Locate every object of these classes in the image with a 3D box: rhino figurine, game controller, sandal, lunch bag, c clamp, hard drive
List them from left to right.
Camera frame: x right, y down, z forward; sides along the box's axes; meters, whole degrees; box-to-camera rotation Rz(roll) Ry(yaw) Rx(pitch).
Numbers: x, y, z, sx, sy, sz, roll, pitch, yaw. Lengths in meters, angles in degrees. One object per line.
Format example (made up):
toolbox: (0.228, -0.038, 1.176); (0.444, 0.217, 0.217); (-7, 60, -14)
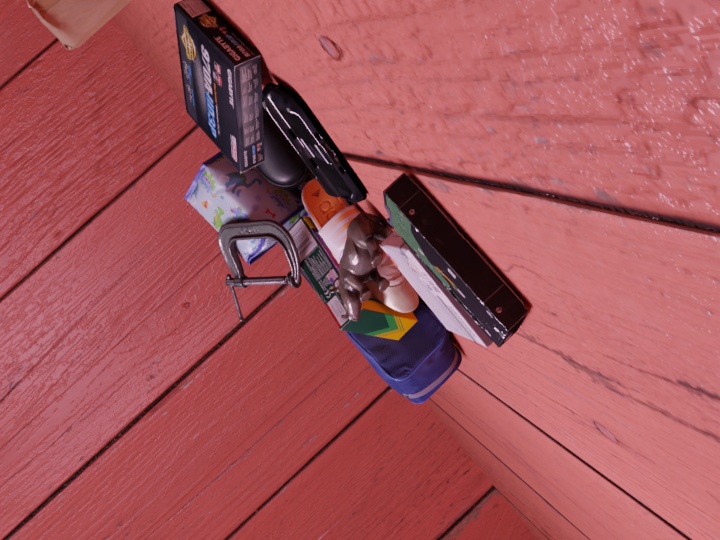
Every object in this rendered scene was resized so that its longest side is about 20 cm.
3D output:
c clamp: (-0.162, -0.006, 1.763); (0.198, 0.027, 0.173); (-9, 109, 44)
lunch bag: (-0.167, -0.140, 1.831); (0.170, 0.200, 0.128); (47, 136, 3)
game controller: (-0.062, -0.173, 1.477); (0.104, 0.042, 0.201); (18, 152, 52)
sandal: (-0.038, -0.077, 1.683); (0.207, 0.079, 0.059); (49, 179, 30)
rhino figurine: (0.000, 0.000, 1.585); (0.088, 0.059, 0.202); (52, 141, 30)
lunch bag: (0.071, 0.123, 1.870); (0.200, 0.136, 0.133); (45, 174, 35)
hard drive: (0.103, -0.009, 1.189); (0.200, 0.038, 0.140); (48, 175, 11)

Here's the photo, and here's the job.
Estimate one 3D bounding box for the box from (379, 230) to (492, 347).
box: (0.102, 0.017, 1.378); (0.157, 0.041, 0.200); (51, 174, -7)

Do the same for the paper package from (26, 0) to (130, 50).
paper package: (-0.245, -0.331, 0.926); (0.191, 0.200, 0.104); (47, 175, 16)

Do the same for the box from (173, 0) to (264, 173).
box: (-0.198, -0.262, 1.522); (0.159, 0.046, 0.202); (47, 153, 29)

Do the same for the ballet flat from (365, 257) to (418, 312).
ballet flat: (0.022, -0.018, 1.709); (0.200, 0.069, 0.070); (48, 175, 22)

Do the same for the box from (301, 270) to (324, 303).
box: (-0.018, 0.026, 2.010); (0.106, 0.122, 0.201); (46, 173, 38)

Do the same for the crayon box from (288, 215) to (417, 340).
crayon box: (-0.016, 0.014, 1.764); (0.172, 0.058, 0.201); (17, -145, -55)

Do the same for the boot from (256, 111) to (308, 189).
boot: (-0.170, -0.232, 1.694); (0.201, 0.076, 0.168); (54, -179, 20)
